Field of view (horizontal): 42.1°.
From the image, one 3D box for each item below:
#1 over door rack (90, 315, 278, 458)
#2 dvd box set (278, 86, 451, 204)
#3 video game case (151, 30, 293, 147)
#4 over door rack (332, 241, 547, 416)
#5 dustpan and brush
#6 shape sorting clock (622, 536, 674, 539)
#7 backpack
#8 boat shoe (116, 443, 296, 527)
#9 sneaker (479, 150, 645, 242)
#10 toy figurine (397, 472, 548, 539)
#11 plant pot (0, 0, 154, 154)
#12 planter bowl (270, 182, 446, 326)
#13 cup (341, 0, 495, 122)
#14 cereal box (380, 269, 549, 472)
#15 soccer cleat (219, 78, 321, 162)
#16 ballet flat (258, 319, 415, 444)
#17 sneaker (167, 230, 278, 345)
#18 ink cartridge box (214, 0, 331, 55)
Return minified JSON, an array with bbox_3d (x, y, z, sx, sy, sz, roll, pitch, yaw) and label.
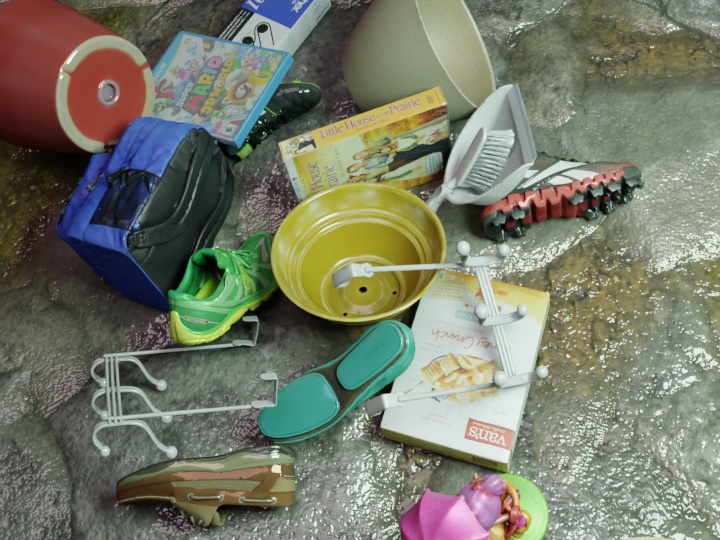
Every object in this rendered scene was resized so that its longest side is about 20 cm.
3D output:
[{"bbox_3d":[-0.191,0.131,1.020,0.196,0.068,0.148,-14,28,-11],"label":"over door rack"},{"bbox_3d":[0.011,-0.133,1.114,0.197,0.147,0.030,-19,61,-2],"label":"dvd box set"},{"bbox_3d":[-0.199,-0.241,1.222,0.197,0.018,0.145,18,69,31],"label":"video game case"},{"bbox_3d":[0.086,0.054,0.939,0.197,0.067,0.150,-7,72,-24],"label":"over door rack"},{"bbox_3d":[0.120,-0.107,1.081,0.056,0.201,0.141,13,45,-18],"label":"dustpan and brush"},{"bbox_3d":[0.273,0.350,0.862,0.196,0.039,0.204,-5,67,12],"label":"shape sorting clock"},{"bbox_3d":[-0.255,-0.085,1.125,0.165,0.163,0.202,16,66,21],"label":"backpack"},{"bbox_3d":[-0.161,0.233,0.985,0.196,0.076,0.075,-11,77,10],"label":"boat shoe"},{"bbox_3d":[0.230,-0.105,1.103,0.197,0.071,0.099,-14,62,4],"label":"sneaker"},{"bbox_3d":[0.103,0.248,0.866,0.149,0.185,0.200,36,71,25],"label":"toy figurine"},{"bbox_3d":[-0.365,-0.235,1.181,0.176,0.201,0.202,20,65,39],"label":"plant pot"},{"bbox_3d":[0.000,0.000,1.070,0.196,0.084,0.203,-3,51,3],"label":"planter bowl"},{"bbox_3d":[0.060,-0.262,1.168,0.142,0.200,0.204,-22,56,28],"label":"cup"},{"bbox_3d":[0.117,0.104,1.025,0.141,0.040,0.203,12,64,15],"label":"cereal box"},{"bbox_3d":[-0.141,-0.189,1.224,0.196,0.068,0.082,-16,68,9],"label":"soccer cleat"},{"bbox_3d":[-0.018,0.128,1.013,0.199,0.070,0.068,-36,64,11],"label":"ballet flat"},{"bbox_3d":[-0.149,0.005,1.077,0.073,0.085,0.200,10,36,26],"label":"sneaker"},{"bbox_3d":[-0.134,-0.331,1.306,0.093,0.044,0.201,27,69,21],"label":"ink cartridge box"}]
